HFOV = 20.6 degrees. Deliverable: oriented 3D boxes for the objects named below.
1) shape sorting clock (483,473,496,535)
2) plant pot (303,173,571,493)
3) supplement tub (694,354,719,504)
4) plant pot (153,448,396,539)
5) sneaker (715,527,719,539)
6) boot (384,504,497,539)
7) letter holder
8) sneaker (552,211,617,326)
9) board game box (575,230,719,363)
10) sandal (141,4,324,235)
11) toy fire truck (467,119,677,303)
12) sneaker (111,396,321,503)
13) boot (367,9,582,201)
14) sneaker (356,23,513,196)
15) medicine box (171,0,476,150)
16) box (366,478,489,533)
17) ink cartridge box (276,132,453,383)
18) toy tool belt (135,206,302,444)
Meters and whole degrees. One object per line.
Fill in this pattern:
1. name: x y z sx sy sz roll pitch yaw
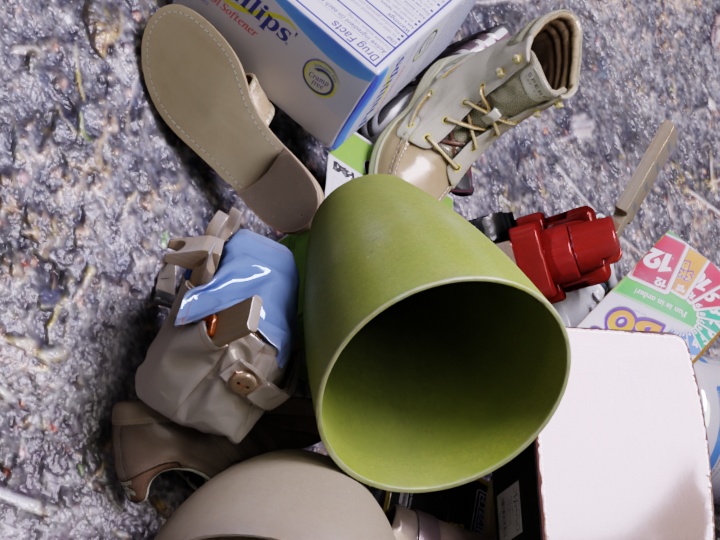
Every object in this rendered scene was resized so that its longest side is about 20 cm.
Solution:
1. shape sorting clock: 0.166 0.221 1.628 0.199 0.039 0.202 10 75 -41
2. plant pot: 0.032 0.024 1.436 0.186 0.188 0.201 25 24 -32
3. supplement tub: 0.329 0.147 1.805 0.199 0.131 0.133 14 64 -38
4. plant pot: -0.052 0.206 1.401 0.200 0.200 0.135 41 38 -22
5. sneaker: 0.284 0.253 1.767 0.201 0.069 0.100 56 44 -21
6. boot: 0.079 0.223 1.503 0.146 0.070 0.201 35 63 -13
7. letter holder: 0.179 0.153 1.475 0.141 0.101 0.202 3 69 -15
8. sneaker: 0.198 0.041 1.771 0.073 0.071 0.202 11 66 -39
9. board game box: 0.246 0.057 1.719 0.095 0.030 0.200 38 63 16
10. sandal: -0.099 -0.113 1.576 0.212 0.077 0.070 53 6 11
11. toy fire truck: 0.183 -0.035 1.665 0.176 0.198 0.130 -6 81 -81
12. sneaker: -0.101 0.132 1.478 0.198 0.070 0.076 2 88 -36
13. boot: 0.095 -0.121 1.596 0.072 0.154 0.201 45 51 -22
14. sneaker: 0.083 -0.128 1.746 0.200 0.075 0.116 -39 105 -34
15. medicine box: -0.022 -0.230 1.622 0.182 0.103 0.200 40 48 6
16. box: 0.058 0.253 1.573 0.159 0.049 0.202 34 52 -30
17. ink cartridge box: 0.000 0.000 1.608 0.147 0.076 0.202 31 46 -29
18. toy tool belt: -0.089 0.019 1.435 0.124 0.124 0.201 21 33 -12
